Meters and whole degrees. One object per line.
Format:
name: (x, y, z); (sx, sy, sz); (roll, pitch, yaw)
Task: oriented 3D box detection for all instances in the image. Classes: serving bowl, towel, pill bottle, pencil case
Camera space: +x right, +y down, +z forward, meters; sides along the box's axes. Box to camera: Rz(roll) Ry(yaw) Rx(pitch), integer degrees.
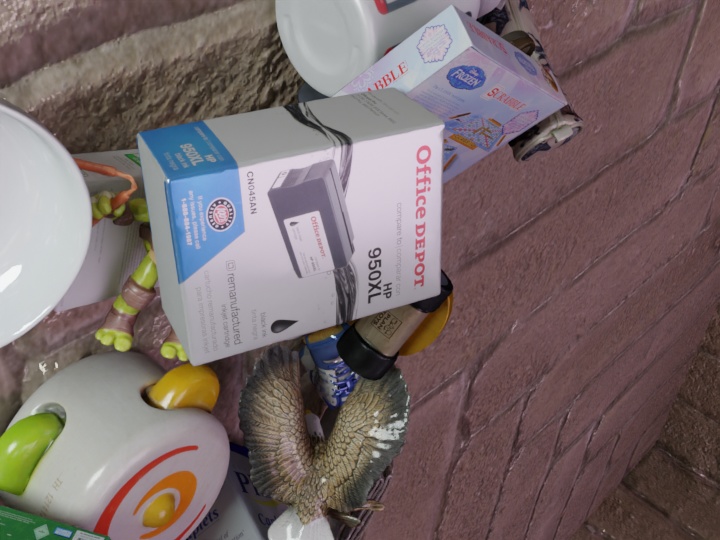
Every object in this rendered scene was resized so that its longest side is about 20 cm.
serving bowl: (-0.276, -0.034, 0.545); (0.199, 0.066, 0.201); (-21, 134, -23)
towel: (-0.015, 0.225, 1.070); (0.034, 0.200, 0.133); (15, 116, -22)
pill bottle: (0.035, -0.239, 0.759); (0.199, 0.119, 0.120); (-33, 143, -34)
pencil case: (0.165, -0.211, 0.901); (0.077, 0.202, 0.089); (-19, 167, -3)

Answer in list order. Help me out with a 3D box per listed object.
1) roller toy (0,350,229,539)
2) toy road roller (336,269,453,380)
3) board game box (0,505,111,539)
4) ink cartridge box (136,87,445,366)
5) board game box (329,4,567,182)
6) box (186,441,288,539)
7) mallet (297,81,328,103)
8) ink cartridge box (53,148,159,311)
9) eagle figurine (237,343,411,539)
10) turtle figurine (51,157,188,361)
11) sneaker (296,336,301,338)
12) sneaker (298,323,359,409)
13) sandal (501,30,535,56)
roller toy: (-0.215, 0.179, 0.784); (0.199, 0.139, 0.183); (-34, 144, -34)
toy road roller: (0.000, 0.000, 0.859); (0.123, 0.200, 0.146); (-53, 174, 20)
board game box: (-0.280, 0.233, 0.694); (0.135, 0.198, 0.029); (89, 17, -45)
ink cartridge box: (-0.044, -0.036, 0.617); (0.198, 0.084, 0.146); (-15, 124, -21)
board game box: (0.054, -0.128, 0.755); (0.199, 0.041, 0.199); (-31, 161, 27)
box: (-0.122, 0.304, 0.963); (0.105, 0.200, 0.184); (-39, 150, 5)
mallet: (-0.088, -0.100, 0.804); (0.200, 0.041, 0.066); (-42, 149, -15)
ink cartridge box: (-0.173, -0.043, 0.720); (0.199, 0.050, 0.110); (-17, 131, -49)
eagle figurine: (-0.044, 0.184, 0.888); (0.151, 0.151, 0.201); (-23, 139, -35)
turtle figurine: (-0.151, -0.017, 0.663); (0.199, 0.064, 0.162); (10, 111, -35)
sneaker: (-0.055, 0.033, 0.959); (0.199, 0.073, 0.071); (-6, 146, -51)
sneaker: (-0.018, 0.105, 0.970); (0.075, 0.089, 0.200); (-22, 169, -11)
sandal: (0.070, -0.180, 0.820); (0.199, 0.055, 0.082); (-27, -179, 39)
